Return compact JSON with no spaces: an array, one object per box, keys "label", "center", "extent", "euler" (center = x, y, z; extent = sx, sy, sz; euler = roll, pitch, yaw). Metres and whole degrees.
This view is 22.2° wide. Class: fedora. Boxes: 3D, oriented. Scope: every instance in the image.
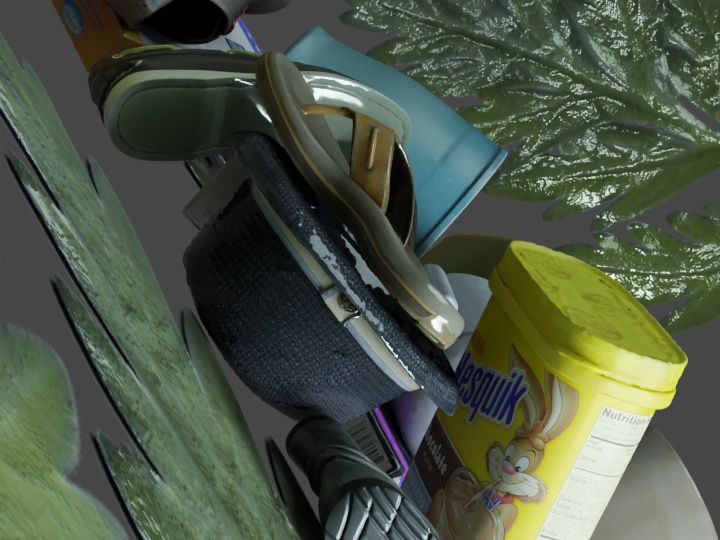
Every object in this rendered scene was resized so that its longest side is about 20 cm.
[{"label":"fedora","center":[-0.033,0.020,1.031],"extent":[0.201,0.091,0.201],"euler":[53,6,-8]}]

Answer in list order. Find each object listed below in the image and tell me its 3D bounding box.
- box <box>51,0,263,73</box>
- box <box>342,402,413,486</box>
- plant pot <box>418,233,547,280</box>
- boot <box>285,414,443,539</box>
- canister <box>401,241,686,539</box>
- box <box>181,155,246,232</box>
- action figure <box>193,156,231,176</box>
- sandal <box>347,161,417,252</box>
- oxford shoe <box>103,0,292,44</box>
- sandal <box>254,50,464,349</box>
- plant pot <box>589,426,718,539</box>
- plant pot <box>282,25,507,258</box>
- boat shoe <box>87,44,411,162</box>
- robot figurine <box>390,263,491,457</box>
[{"label":"box","center":[-0.129,-0.161,1.216],"extent":[0.200,0.041,0.119],"euler":[21,35,-58]},{"label":"box","center":[0.016,0.122,1.315],"extent":[0.143,0.036,0.200],"euler":[62,6,31]},{"label":"plant pot","center":[0.098,0.083,1.597],"extent":[0.200,0.200,0.176],"euler":[56,-6,-30]},{"label":"boot","center":[0.033,0.170,0.989],"extent":[0.201,0.067,0.131],"euler":[59,-2,-16]},{"label":"canister","center":[0.095,0.105,1.076],"extent":[0.086,0.201,0.149],"euler":[18,17,-21]},{"label":"box","center":[-0.047,-0.027,1.237],"extent":[0.068,0.082,0.200],"euler":[44,2,14]},{"label":"action figure","center":[-0.093,-0.088,1.315],"extent":[0.200,0.069,0.131],"euler":[22,41,-58]},{"label":"sandal","center":[0.000,0.000,1.168],"extent":[0.081,0.055,0.201],"euler":[24,-45,14]},{"label":"oxford shoe","center":[-0.100,-0.172,1.160],"extent":[0.200,0.071,0.073],"euler":[-6,67,-57]},{"label":"sandal","center":[0.008,-0.046,1.013],"extent":[0.200,0.054,0.080],"euler":[56,6,25]},{"label":"plant pot","center":[0.178,0.211,1.439],"extent":[0.201,0.173,0.200],"euler":[63,-4,7]},{"label":"plant pot","center":[-0.016,-0.088,1.492],"extent":[0.188,0.200,0.200],"euler":[43,5,-4]},{"label":"boat shoe","center":[-0.064,-0.099,1.103],"extent":[0.200,0.072,0.061],"euler":[5,27,-30]},{"label":"robot figurine","center":[0.074,0.076,1.299],"extent":[0.200,0.112,0.170],"euler":[-111,176,-62]}]
